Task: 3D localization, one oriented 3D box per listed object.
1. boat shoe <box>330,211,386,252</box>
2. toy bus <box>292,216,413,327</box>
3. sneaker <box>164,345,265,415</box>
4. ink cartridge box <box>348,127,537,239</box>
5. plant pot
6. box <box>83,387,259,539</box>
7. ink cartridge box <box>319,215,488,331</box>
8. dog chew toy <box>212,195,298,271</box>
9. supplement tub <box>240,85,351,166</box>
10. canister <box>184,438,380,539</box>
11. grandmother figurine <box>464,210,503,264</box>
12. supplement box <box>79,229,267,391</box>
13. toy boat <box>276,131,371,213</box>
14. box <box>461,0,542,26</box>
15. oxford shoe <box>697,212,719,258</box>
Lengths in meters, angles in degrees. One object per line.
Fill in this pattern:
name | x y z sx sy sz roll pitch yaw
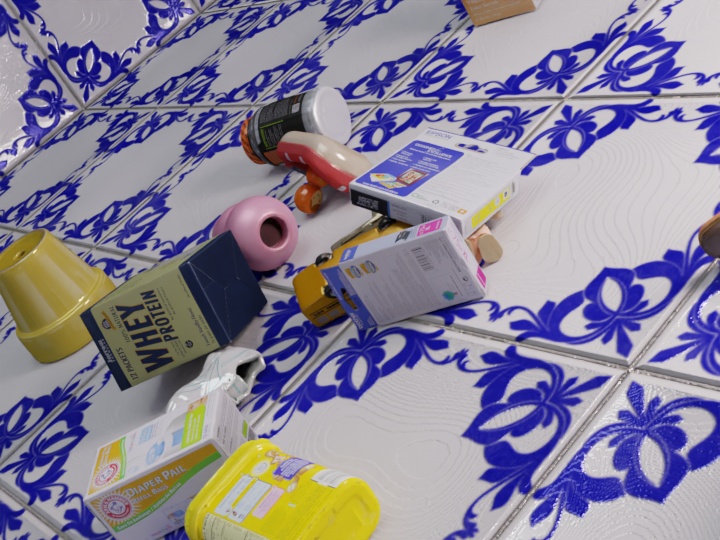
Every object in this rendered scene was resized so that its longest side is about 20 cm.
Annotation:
boat shoe | 0.041 -0.080 1.733 0.200 0.065 0.072 -43 -6 7
toy bus | 0.000 0.000 1.661 0.199 0.078 0.065 -29 52 12
sneaker | -0.205 0.176 1.625 0.080 0.071 0.201 -7 37 37
ink cartridge box | 0.120 -0.128 1.657 0.197 0.047 0.200 20 40 35
plant pot | -0.574 0.035 2.130 0.200 0.189 0.201 -26 28 15
box | -0.242 0.257 1.493 0.199 0.102 0.113 -27 27 13
ink cartridge box | 0.057 0.007 1.557 0.199 0.120 0.042 -19 31 27
dog chew toy | -0.188 -0.062 1.949 0.125 0.125 0.200 -45 21 -22
supplement tub | -0.126 -0.271 2.215 0.199 0.123 0.123 -11 34 35
canister | -0.089 0.279 1.309 0.199 0.087 0.149 7 47 50
grandmother figurine | 0.142 -0.066 1.661 0.120 0.061 0.200 -4 26 -3
supplement box | -0.280 0.058 1.771 0.199 0.135 0.200 -24 9 18
toy boat | -0.074 -0.161 2.010 0.200 0.130 0.132 18 86 58
box | 0.258 -0.600 2.248 0.152 0.201 0.107 -7 36 42
oxford shoe | 0.456 -0.034 1.244 0.199 0.071 0.073 -10 40 38
